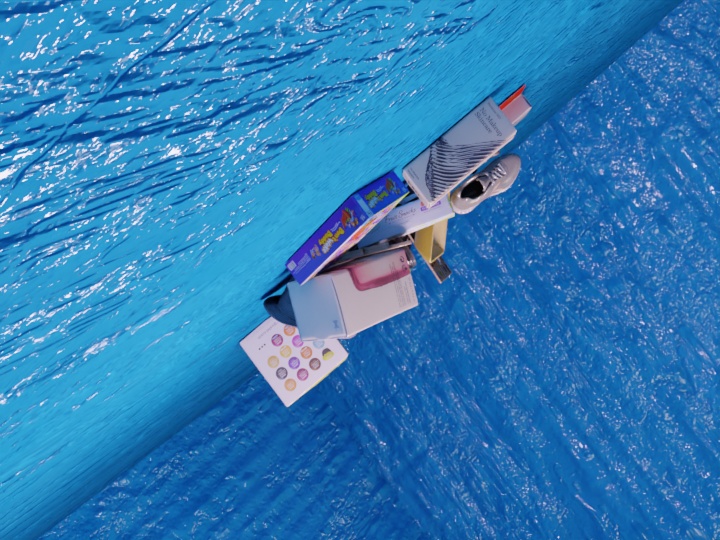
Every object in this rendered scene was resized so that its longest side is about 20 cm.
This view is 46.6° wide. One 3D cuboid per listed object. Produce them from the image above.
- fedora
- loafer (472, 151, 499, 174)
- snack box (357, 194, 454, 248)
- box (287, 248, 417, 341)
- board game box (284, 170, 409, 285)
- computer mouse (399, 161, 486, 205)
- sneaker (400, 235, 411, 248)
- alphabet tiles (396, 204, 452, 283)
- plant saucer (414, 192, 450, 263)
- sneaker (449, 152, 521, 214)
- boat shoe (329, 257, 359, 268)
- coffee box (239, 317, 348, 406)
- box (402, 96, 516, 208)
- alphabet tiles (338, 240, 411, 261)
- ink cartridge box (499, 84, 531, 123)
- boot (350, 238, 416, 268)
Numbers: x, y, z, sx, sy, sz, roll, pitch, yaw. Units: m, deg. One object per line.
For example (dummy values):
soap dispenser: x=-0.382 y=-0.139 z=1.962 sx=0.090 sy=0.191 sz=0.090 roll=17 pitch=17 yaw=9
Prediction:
fedora: x=-0.080 y=0.055 z=1.606 sx=0.177 sy=0.196 sz=0.092 roll=-127 pitch=-124 yaw=-67
loafer: x=0.253 y=-0.249 z=1.940 sx=0.071 sy=0.063 sz=0.200 roll=-37 pitch=176 yaw=-30
snack box: x=0.087 y=-0.099 z=1.653 sx=0.196 sy=0.054 sz=0.142 roll=-20 pitch=178 yaw=7
box: x=-0.012 y=0.042 z=1.493 sx=0.126 sy=0.112 sz=0.198 roll=-10 pitch=-174 yaw=44
board game box: x=-0.023 y=-0.069 z=1.369 sx=0.200 sy=0.045 sz=0.134 roll=-43 pitch=176 yaw=40
computer mouse: x=0.148 y=-0.185 z=1.599 sx=0.197 sy=0.045 sz=0.109 roll=-27 pitch=179 yaw=30
sneaker: x=0.086 y=-0.064 z=1.899 sx=0.075 sy=0.089 sz=0.201 roll=-25 pitch=-163 yaw=23
alphabet tiles: x=0.141 y=-0.067 z=1.915 sx=0.007 sy=0.202 sz=0.167 roll=-34 pitch=177 yaw=16
plant saucer: x=0.159 y=-0.131 z=1.850 sx=0.047 sy=0.206 sz=0.200 roll=7 pitch=-171 yaw=14
sneaker: x=0.295 y=-0.204 z=1.918 sx=0.199 sy=0.076 sz=0.092 roll=-38 pitch=175 yaw=-7
boat shoe: x=-0.031 y=0.011 z=1.683 sx=0.195 sy=0.058 sz=0.069 roll=-14 pitch=-179 yaw=13
coffee box: x=-0.160 y=0.198 z=2.108 sx=0.198 sy=0.199 sz=0.200 roll=-38 pitch=177 yaw=-4
box: x=0.170 y=-0.203 z=1.454 sx=0.199 sy=0.083 sz=0.068 roll=-41 pitch=176 yaw=0
alphabet tiles: x=0.001 y=-0.034 z=1.617 sx=0.191 sy=0.015 sz=0.200 roll=-14 pitch=180 yaw=-3
ink cartridge box: x=0.271 y=-0.292 z=1.746 sx=0.199 sy=0.044 sz=0.174 roll=-40 pitch=178 yaw=3
boot: x=0.000 y=0.000 z=1.745 sx=0.199 sy=0.164 sz=0.066 roll=-38 pitch=134 yaw=-12
